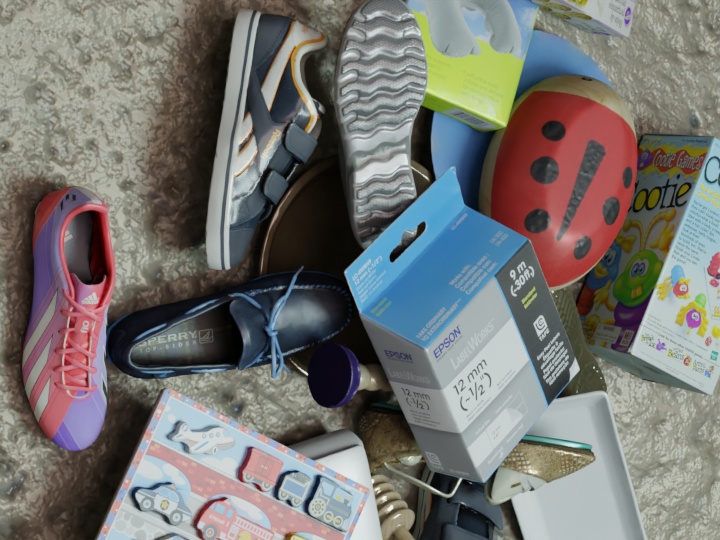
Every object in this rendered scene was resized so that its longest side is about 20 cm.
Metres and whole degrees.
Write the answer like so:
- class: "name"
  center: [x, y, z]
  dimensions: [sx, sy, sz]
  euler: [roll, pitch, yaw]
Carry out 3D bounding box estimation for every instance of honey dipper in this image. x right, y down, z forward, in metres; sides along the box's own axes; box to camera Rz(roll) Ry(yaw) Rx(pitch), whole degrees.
- class: "honey dipper"
  center: [0.060, 0.247, 1.561]
  dimensions: [0.038, 0.200, 0.038]
  euler: [-26, 144, -21]

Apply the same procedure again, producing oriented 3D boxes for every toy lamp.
- class: "toy lamp"
  center: [0.044, 0.087, 1.564]
  dimensions: [0.199, 0.058, 0.059]
  euler: [8, 91, -46]

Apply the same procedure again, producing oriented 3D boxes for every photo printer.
- class: "photo printer"
  center: [-0.078, 0.233, 1.544]
  dimensions: [0.198, 0.069, 0.168]
  euler: [-15, 102, -27]

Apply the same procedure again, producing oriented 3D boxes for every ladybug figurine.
- class: "ladybug figurine"
  center: [0.170, -0.075, 1.593]
  dimensions: [0.135, 0.072, 0.202]
  euler: [27, 70, -19]

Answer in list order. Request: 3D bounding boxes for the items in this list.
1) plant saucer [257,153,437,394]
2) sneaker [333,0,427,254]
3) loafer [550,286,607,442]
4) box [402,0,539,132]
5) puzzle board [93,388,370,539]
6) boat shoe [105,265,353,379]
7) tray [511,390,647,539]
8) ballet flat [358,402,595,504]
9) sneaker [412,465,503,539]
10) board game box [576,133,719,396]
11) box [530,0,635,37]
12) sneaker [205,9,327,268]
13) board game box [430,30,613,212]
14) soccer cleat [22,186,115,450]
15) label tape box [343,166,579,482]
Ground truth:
- class: "plant saucer"
  center: [0.000, 0.000, 1.589]
  dimensions: [0.198, 0.029, 0.203]
  euler: [-4, 98, -29]
- class: "sneaker"
  center: [0.005, -0.117, 1.512]
  dimensions: [0.074, 0.082, 0.202]
  euler: [-1, 106, -16]
- class: "loafer"
  center: [0.164, 0.090, 1.670]
  dimensions: [0.076, 0.067, 0.202]
  euler: [-50, 135, -44]
- class: "box"
  center: [0.088, -0.229, 1.585]
  dimensions: [0.121, 0.048, 0.202]
  euler: [20, 79, -22]
- class: "puzzle board"
  center: [-0.099, 0.200, 1.482]
  dimensions: [0.199, 0.017, 0.152]
  euler: [29, 78, -25]
- class: "boat shoe"
  center: [-0.095, 0.055, 1.496]
  dimensions: [0.198, 0.069, 0.085]
  euler: [-18, 104, -13]
- class: "tray"
  center: [0.182, 0.184, 1.665]
  dimensions: [0.106, 0.022, 0.201]
  euler: [-10, 123, 14]
- class: "ballet flat"
  center: [0.094, 0.159, 1.598]
  dimensions: [0.198, 0.071, 0.066]
  euler: [9, 79, 7]
- class: "sneaker"
  center: [0.084, 0.228, 1.632]
  dimensions: [0.078, 0.079, 0.202]
  euler: [24, 82, -28]
- class: "board game box"
  center: [0.280, -0.007, 1.703]
  dimensions: [0.104, 0.103, 0.202]
  euler: [27, 82, -29]
- class: "box"
  center: [0.178, -0.231, 1.599]
  dimensions: [0.200, 0.041, 0.039]
  euler: [9, 92, -65]
- class: "sneaker"
  center: [-0.072, -0.097, 1.491]
  dimensions: [0.078, 0.078, 0.202]
  euler: [9, 90, -1]
- class: "board game box"
  center: [0.137, -0.105, 1.651]
  dimensions: [0.200, 0.039, 0.159]
  euler: [-38, 104, -23]
- class: "soccer cleat"
  center: [-0.214, 0.038, 1.444]
  dimensions: [0.066, 0.076, 0.203]
  euler: [-2, 96, -29]
- class: "label tape box"
  center: [0.083, 0.042, 1.511]
  dimensions: [0.143, 0.066, 0.201]
  euler: [-44, 126, -32]
